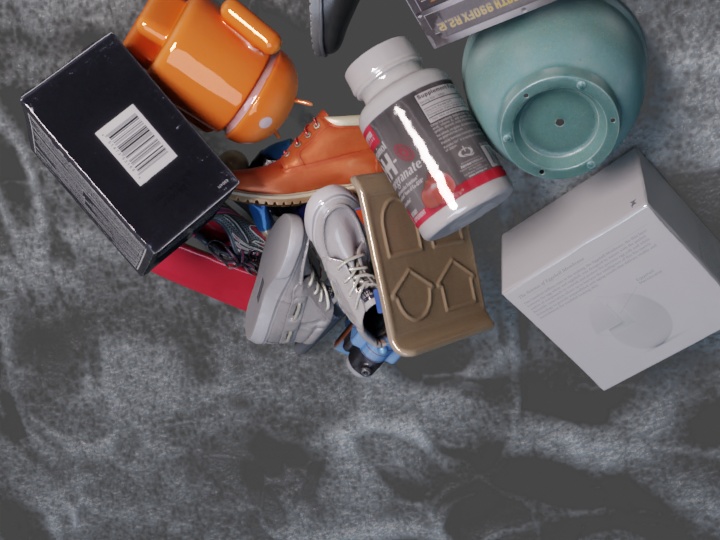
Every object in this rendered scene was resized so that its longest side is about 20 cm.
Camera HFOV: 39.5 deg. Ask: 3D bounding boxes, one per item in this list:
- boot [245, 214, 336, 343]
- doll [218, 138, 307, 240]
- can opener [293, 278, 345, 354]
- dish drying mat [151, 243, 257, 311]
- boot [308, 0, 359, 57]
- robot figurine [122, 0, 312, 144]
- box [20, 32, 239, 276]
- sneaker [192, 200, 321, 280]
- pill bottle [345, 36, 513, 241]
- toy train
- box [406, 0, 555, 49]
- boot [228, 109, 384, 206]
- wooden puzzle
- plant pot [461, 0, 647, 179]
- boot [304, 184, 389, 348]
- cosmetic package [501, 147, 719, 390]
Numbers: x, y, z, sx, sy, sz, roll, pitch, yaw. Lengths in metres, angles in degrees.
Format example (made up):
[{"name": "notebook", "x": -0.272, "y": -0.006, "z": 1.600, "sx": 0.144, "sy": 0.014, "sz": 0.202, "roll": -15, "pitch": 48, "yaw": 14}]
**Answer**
[{"name": "boot", "x": -0.071, "y": 0.014, "z": 1.205, "sx": 0.095, "sy": 0.074, "sz": 0.200, "roll": 5, "pitch": 137, "yaw": -20}, {"name": "doll", "x": -0.080, "y": -0.090, "z": 1.202, "sx": 0.199, "sy": 0.049, "sz": 0.137, "roll": 23, "pitch": 110, "yaw": -8}, {"name": "can opener", "x": -0.036, "y": 0.042, "z": 1.299, "sx": 0.053, "sy": 0.066, "sz": 0.200, "roll": 46, "pitch": 132, "yaw": 2}, {"name": "dish drying mat", "x": -0.185, "y": 0.010, "z": 1.318, "sx": 0.199, "sy": 0.018, "sz": 0.077, "roll": 22, "pitch": 135, "yaw": -12}, {"name": "boot", "x": 0.048, "y": -0.292, "z": 1.025, "sx": 0.199, "sy": 0.066, "sz": 0.166, "roll": 2, "pitch": 130, "yaw": 1}, {"name": "robot figurine", "x": -0.150, "y": -0.214, "z": 1.073, "sx": 0.199, "sy": 0.117, "sz": 0.144, "roll": 32, "pitch": 100, "yaw": -19}, {"name": "box", "x": -0.248, "y": -0.115, "z": 1.072, "sx": 0.200, "sy": 0.123, "sz": 0.198, "roll": 50, "pitch": 163, "yaw": -5}, {"name": "sneaker", "x": -0.138, "y": -0.026, "z": 1.249, "sx": 0.199, "sy": 0.075, "sz": 0.081, "roll": 33, "pitch": 126, "yaw": -18}, {"name": "pill bottle", "x": 0.067, "y": -0.142, "z": 1.061, "sx": 0.110, "sy": 0.111, "sz": 0.201, "roll": -34, "pitch": 81, "yaw": 29}, {"name": "toy train", "x": 0.039, "y": 0.055, "z": 1.262, "sx": 0.086, "sy": 0.115, "sz": 0.200, "roll": 29, "pitch": 126, "yaw": -14}, {"name": "box", "x": 0.121, "y": -0.308, "z": 0.912, "sx": 0.199, "sy": 0.049, "sz": 0.159, "roll": -17, "pitch": 130, "yaw": 28}, {"name": "boot", "x": -0.065, "y": -0.125, "z": 1.138, "sx": 0.199, "sy": 0.075, "sz": 0.108, "roll": -7, "pitch": 97, "yaw": -7}, {"name": "wooden puzzle", "x": 0.064, "y": -0.014, "z": 1.122, "sx": 0.046, "sy": 0.185, "sz": 0.201, "roll": -17, "pitch": 87, "yaw": 39}, {"name": "plant pot", "x": 0.204, "y": -0.179, "z": 1.042, "sx": 0.199, "sy": 0.135, "sz": 0.201, "roll": 3, "pitch": 128, "yaw": 4}, {"name": "boot", "x": 0.000, "y": 0.000, "z": 1.118, "sx": 0.073, "sy": 0.096, "sz": 0.201, "roll": -29, "pitch": 138, "yaw": -8}, {"name": "cosmetic package", "x": 0.303, "y": 0.002, "z": 1.180, "sx": 0.199, "sy": 0.123, "sz": 0.200, "roll": -34, "pitch": 118, "yaw": 29}]
